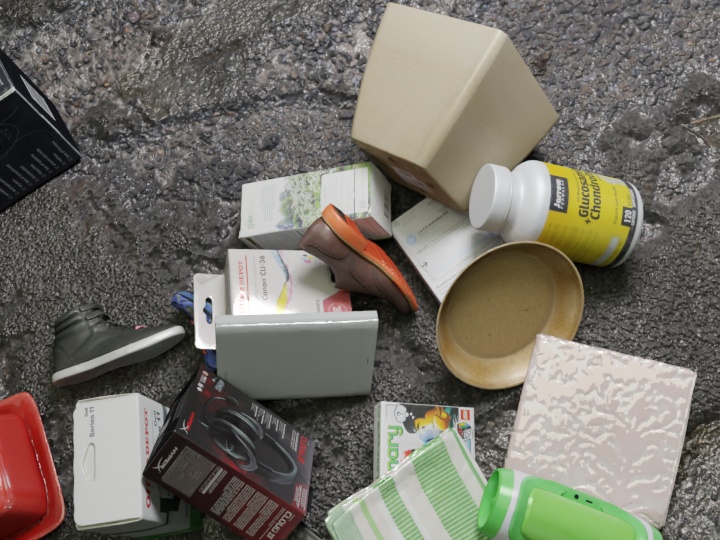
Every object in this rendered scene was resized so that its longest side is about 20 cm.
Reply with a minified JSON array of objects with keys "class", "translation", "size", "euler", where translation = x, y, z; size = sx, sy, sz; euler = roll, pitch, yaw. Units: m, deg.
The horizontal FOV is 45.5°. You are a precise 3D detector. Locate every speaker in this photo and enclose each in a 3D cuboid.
[{"class":"speaker","translation":[0.237,0.296,0.980],"size":[0.197,0.089,0.090],"euler":[21,75,0]}]

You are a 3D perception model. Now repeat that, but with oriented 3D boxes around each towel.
[{"class":"towel","translation":[0.072,0.296,0.996],"size":[0.198,0.023,0.154],"euler":[-30,85,-25]},{"class":"towel","translation":[0.285,0.190,1.035],"size":[0.197,0.032,0.194],"euler":[14,88,14]}]

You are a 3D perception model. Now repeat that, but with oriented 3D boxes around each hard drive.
[{"class":"hard drive","translation":[-0.081,0.108,1.073],"size":[0.196,0.133,0.026],"euler":[-2,39,-9]}]

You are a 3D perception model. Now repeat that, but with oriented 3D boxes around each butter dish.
[{"class":"butter dish","translation":[-0.514,0.273,1.111],"size":[0.198,0.148,0.202],"euler":[-26,70,0]}]

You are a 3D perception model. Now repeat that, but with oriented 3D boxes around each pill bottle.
[{"class":"pill bottle","translation":[0.242,-0.074,1.074],"size":[0.197,0.112,0.114],"euler":[10,71,-14]}]

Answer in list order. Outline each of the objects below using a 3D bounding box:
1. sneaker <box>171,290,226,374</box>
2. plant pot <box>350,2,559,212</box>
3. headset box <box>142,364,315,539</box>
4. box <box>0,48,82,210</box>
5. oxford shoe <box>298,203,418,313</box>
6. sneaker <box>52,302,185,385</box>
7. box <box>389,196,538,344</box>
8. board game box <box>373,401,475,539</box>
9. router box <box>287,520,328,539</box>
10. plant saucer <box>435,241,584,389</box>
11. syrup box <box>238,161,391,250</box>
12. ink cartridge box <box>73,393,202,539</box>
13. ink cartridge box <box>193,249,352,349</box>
[{"class":"sneaker","translation":[-0.190,0.100,1.152],"size":[0.199,0.075,0.079],"euler":[40,85,21]},{"class":"plant pot","translation":[0.104,-0.198,1.113],"size":[0.198,0.200,0.179],"euler":[28,84,39]},{"class":"headset box","translation":[-0.140,0.226,1.015],"size":[0.199,0.149,0.078],"euler":[35,110,-11]},{"class":"box","translation":[-0.552,-0.199,1.250],"size":[0.195,0.200,0.125],"euler":[-34,67,-3]},{"class":"oxford shoe","translation":[0.000,0.000,1.106],"size":[0.072,0.200,0.071],"euler":[-42,30,7]},{"class":"sneaker","translation":[-0.342,0.082,1.184],"size":[0.197,0.071,0.101],"euler":[-19,74,8]},{"class":"box","translation":[0.152,-0.022,1.147],"size":[0.155,0.041,0.201],"euler":[-34,70,-2]},{"class":"board game box","translation":[0.078,0.265,1.041],"size":[0.124,0.035,0.204],"euler":[6,71,-15]},{"class":"router box","translation":[-0.050,0.412,1.025],"size":[0.198,0.062,0.151],"euler":[32,78,18]},{"class":"plant saucer","translation":[0.181,0.051,1.064],"size":[0.198,0.202,0.036],"euler":[-30,29,-1]},{"class":"syrup box","translation":[-0.062,-0.080,1.166],"size":[0.197,0.081,0.080],"euler":[-8,69,21]},{"class":"ink cartridge box","translation":[-0.267,0.243,1.048],"size":[0.082,0.200,0.149],"euler":[-10,70,7]},{"class":"ink cartridge box","translation":[-0.115,0.039,1.114],"size":[0.196,0.068,0.118],"euler":[0,59,-15]}]
